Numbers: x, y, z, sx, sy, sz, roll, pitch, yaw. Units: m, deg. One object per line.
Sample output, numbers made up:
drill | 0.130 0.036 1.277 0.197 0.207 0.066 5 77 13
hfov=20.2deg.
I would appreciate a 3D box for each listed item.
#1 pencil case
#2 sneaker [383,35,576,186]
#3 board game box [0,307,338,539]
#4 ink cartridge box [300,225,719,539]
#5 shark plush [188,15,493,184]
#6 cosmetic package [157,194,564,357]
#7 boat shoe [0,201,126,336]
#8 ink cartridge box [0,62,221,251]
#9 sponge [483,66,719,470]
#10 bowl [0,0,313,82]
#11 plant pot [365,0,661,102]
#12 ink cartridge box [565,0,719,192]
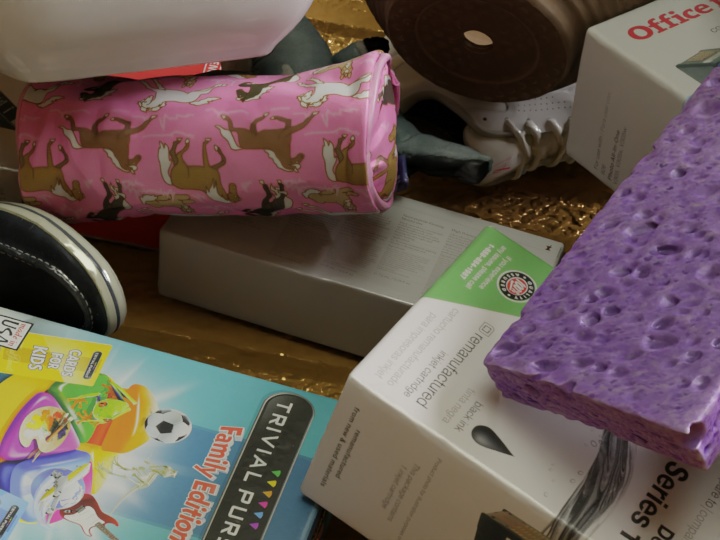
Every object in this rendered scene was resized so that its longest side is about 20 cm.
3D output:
pencil case | -0.077 -0.066 1.022 0.198 0.087 0.084 -2 81 12
sneaker | 0.098 -0.081 1.165 0.198 0.078 0.100 7 47 13
board game box | -0.116 0.101 0.933 0.198 0.047 0.152 14 41 8
ink cartridge box | 0.097 0.092 0.915 0.199 0.085 0.146 33 42 11
shark plush | -0.016 -0.098 1.094 0.091 0.084 0.199 28 2 -45
cosmetic package | 0.000 0.000 1.062 0.198 0.051 0.083 17 44 12
boat shoe | -0.207 -0.003 1.021 0.198 0.075 0.062 20 47 21
ink cartridge box | -0.171 -0.100 1.157 0.174 0.045 0.201 8 41 2
sponge | 0.151 -0.009 0.871 0.111 0.030 0.200 15 56 42
bowl | -0.123 -0.144 1.035 0.198 0.075 0.200 -9 12 -19
plant pot | 0.072 -0.155 1.055 0.199 0.202 0.093 14 59 8
ink cartridge box | 0.222 -0.062 1.013 0.144 0.088 0.200 -23 46 -30
